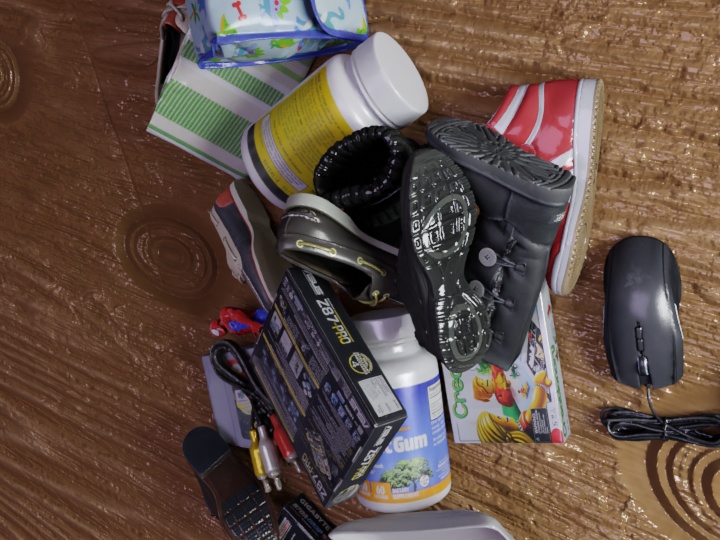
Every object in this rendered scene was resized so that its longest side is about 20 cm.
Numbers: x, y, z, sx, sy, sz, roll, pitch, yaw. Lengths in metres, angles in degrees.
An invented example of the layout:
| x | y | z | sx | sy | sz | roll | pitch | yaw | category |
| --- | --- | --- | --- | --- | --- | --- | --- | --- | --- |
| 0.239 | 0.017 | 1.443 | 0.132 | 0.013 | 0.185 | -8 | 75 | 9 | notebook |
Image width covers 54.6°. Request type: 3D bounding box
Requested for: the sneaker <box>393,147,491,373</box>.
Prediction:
| x | y | z | sx | sy | sz | roll | pitch | yaw | category |
| --- | --- | --- | --- | --- | --- | --- | --- | --- | --- |
| 0.061 | -0.009 | 0.646 | 0.090 | 0.074 | 0.206 | 16 | 117 | 60 | sneaker |

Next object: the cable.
| x | y | z | sx | sy | sz | roll | pitch | yaw | category |
| --- | --- | --- | --- | --- | --- | --- | --- | --- | --- |
| -0.128 | 0.170 | 0.872 | 0.096 | 0.050 | 0.203 | -35 | 81 | 29 | cable |

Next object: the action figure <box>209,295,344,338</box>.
| x | y | z | sx | sy | sz | roll | pitch | yaw | category |
| --- | --- | --- | --- | --- | --- | --- | --- | --- | --- |
| -0.116 | 0.062 | 0.882 | 0.195 | 0.065 | 0.053 | -8 | 77 | 31 | action figure |

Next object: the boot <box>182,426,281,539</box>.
| x | y | z | sx | sy | sz | roll | pitch | yaw | category |
| --- | --- | --- | --- | --- | --- | --- | --- | --- | --- |
| -0.167 | 0.307 | 0.935 | 0.201 | 0.074 | 0.098 | 52 | 157 | 20 | boot |

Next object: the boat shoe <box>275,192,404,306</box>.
| x | y | z | sx | sy | sz | roll | pitch | yaw | category |
| --- | --- | --- | --- | --- | --- | --- | --- | --- | --- |
| 0.000 | 0.000 | 0.703 | 0.071 | 0.199 | 0.062 | -17 | 48 | 53 | boat shoe |

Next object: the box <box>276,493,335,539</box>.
| x | y | z | sx | sy | sz | roll | pitch | yaw | category |
| --- | --- | --- | --- | --- | --- | --- | --- | --- | --- |
| -0.078 | 0.427 | 0.921 | 0.158 | 0.046 | 0.203 | 39 | 114 | 21 | box |

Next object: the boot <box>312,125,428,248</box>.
| x | y | z | sx | sy | sz | roll | pitch | yaw | category |
| --- | --- | --- | --- | --- | --- | --- | --- | --- | --- |
| -0.002 | -0.066 | 0.741 | 0.211 | 0.156 | 0.080 | -47 | 71 | 26 | boot |

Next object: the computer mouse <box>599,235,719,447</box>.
| x | y | z | sx | sy | sz | roll | pitch | yaw | category |
| --- | --- | --- | --- | --- | --- | --- | --- | --- | --- |
| 0.292 | 0.073 | 0.651 | 0.137 | 0.046 | 0.207 | 3 | 99 | 31 | computer mouse |

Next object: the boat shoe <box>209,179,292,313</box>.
| x | y | z | sx | sy | sz | roll | pitch | yaw | category |
| --- | --- | --- | --- | --- | --- | --- | --- | --- | --- |
| -0.135 | -0.021 | 0.858 | 0.062 | 0.071 | 0.203 | -39 | 57 | 19 | boat shoe |

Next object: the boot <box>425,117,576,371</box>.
| x | y | z | sx | sy | sz | roll | pitch | yaw | category |
| --- | --- | --- | --- | --- | --- | --- | --- | --- | --- |
| 0.112 | -0.025 | 0.683 | 0.164 | 0.065 | 0.204 | 38 | 136 | 36 | boot |

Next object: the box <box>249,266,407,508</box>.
| x | y | z | sx | sy | sz | roll | pitch | yaw | category |
| --- | --- | --- | --- | --- | --- | --- | --- | --- | --- |
| -0.044 | 0.123 | 0.748 | 0.202 | 0.048 | 0.163 | 55 | 136 | 30 | box |

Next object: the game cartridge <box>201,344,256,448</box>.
| x | y | z | sx | sy | sz | roll | pitch | yaw | category |
| --- | --- | --- | --- | --- | --- | --- | --- | --- | --- |
| -0.121 | 0.164 | 0.918 | 0.196 | 0.041 | 0.137 | -13 | 94 | 31 | game cartridge |

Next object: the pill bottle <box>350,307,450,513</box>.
| x | y | z | sx | sy | sz | roll | pitch | yaw | category |
| --- | --- | --- | --- | --- | --- | --- | --- | --- | --- |
| 0.037 | 0.149 | 0.776 | 0.109 | 0.111 | 0.206 | -5 | 95 | 30 | pill bottle |

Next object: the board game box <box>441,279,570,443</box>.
| x | y | z | sx | sy | sz | roll | pitch | yaw | category |
| --- | --- | --- | --- | --- | --- | --- | --- | --- | --- |
| 0.146 | 0.081 | 0.746 | 0.123 | 0.034 | 0.206 | -9 | 93 | 32 | board game box |

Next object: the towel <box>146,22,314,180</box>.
| x | y | z | sx | sy | sz | roll | pitch | yaw | category |
| --- | --- | --- | --- | --- | --- | --- | --- | --- | --- |
| -0.158 | -0.224 | 0.848 | 0.150 | 0.024 | 0.202 | 26 | 113 | -15 | towel |

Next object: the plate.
| x | y | z | sx | sy | sz | roll | pitch | yaw | category |
| --- | --- | --- | --- | --- | --- | --- | --- | --- | --- |
| 0.095 | 0.304 | 0.752 | 0.195 | 0.033 | 0.200 | -16 | 133 | 30 | plate |

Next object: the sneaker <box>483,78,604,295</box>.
| x | y | z | sx | sy | sz | roll | pitch | yaw | category |
| --- | --- | --- | --- | --- | --- | --- | --- | --- | --- |
| 0.172 | -0.084 | 0.686 | 0.110 | 0.071 | 0.207 | 8 | 94 | 25 | sneaker |

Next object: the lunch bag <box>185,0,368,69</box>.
| x | y | z | sx | sy | sz | roll | pitch | yaw | category |
| --- | --- | --- | --- | --- | --- | --- | --- | --- | --- |
| -0.088 | -0.320 | 0.748 | 0.127 | 0.195 | 0.175 | 1 | 101 | 64 | lunch bag |

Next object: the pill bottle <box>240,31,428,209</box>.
| x | y | z | sx | sy | sz | roll | pitch | yaw | category |
| --- | --- | --- | --- | --- | --- | --- | --- | --- | --- |
| -0.030 | -0.162 | 0.770 | 0.198 | 0.113 | 0.117 | -30 | 82 | 31 | pill bottle |

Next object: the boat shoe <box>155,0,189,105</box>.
| x | y | z | sx | sy | sz | roll | pitch | yaw | category |
| --- | --- | --- | --- | --- | --- | --- | --- | --- | --- |
| -0.224 | -0.301 | 0.888 | 0.070 | 0.062 | 0.206 | 16 | 104 | 29 | boat shoe |
